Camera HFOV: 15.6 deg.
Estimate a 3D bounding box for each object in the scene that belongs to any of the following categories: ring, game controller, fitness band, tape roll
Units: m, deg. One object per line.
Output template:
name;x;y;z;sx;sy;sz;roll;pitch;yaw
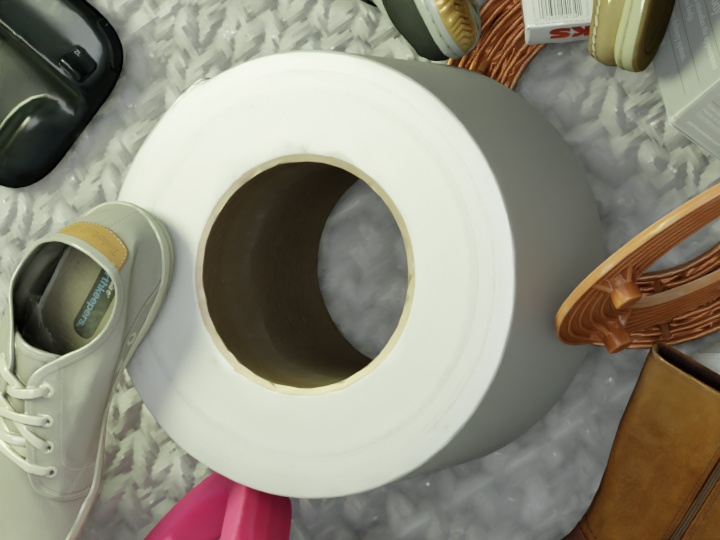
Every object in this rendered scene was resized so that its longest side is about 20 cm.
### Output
ring;0.176;-0.015;1.160;0.200;0.200;0.019;-29;75;8
game controller;-0.217;-0.134;1.339;0.200;0.042;0.104;40;110;8
fitness band;-0.089;0.162;1.232;0.037;0.200;0.144;38;104;-11
tape roll;0.000;0.000;1.226;0.202;0.139;0.204;1;93;22
ring;0.132;-0.063;1.279;0.200;0.019;0.201;0;90;9

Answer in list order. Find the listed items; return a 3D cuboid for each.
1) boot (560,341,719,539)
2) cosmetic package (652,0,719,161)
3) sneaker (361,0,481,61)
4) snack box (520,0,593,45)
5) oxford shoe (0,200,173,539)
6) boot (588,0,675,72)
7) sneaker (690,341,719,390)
boot;0.100;0.121;1.227;0.188;0.068;0.200;29;119;8
cosmetic package;0.225;-0.135;1.156;0.090;0.107;0.200;31;121;-27
sneaker;-0.020;-0.168;1.287;0.088;0.076;0.200;-39;71;9
snack box;0.174;-0.152;1.254;0.199;0.024;0.072;-5;69;0
oxford shoe;-0.146;0.060;1.188;0.075;0.058;0.201;30;107;21
boot;0.069;-0.189;1.174;0.154;0.072;0.201;3;86;11
sneaker;0.244;0.013;1.237;0.199;0.077;0.081;-18;97;-1
